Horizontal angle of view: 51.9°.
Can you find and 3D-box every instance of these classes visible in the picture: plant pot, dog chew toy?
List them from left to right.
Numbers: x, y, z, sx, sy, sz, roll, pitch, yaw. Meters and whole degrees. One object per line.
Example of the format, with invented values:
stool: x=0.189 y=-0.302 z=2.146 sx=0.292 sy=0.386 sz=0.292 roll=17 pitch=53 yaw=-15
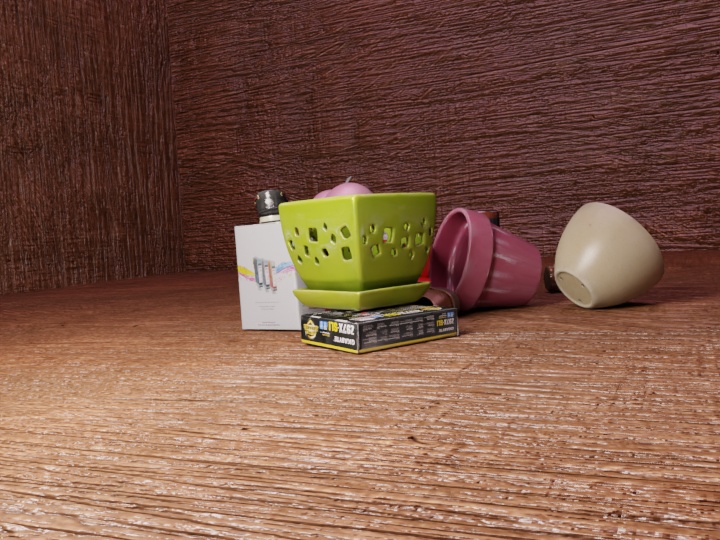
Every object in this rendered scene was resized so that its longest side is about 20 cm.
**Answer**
dog chew toy: x=-0.052 y=-0.114 z=1.524 sx=0.124 sy=0.126 sz=0.199 roll=-6 pitch=5 yaw=-40
plant pot: x=-0.001 y=-0.031 z=1.232 sx=0.199 sy=0.183 sz=0.198 roll=-5 pitch=4 yaw=-43
plant pot: x=0.253 y=-0.007 z=1.476 sx=0.177 sy=0.202 sz=0.200 roll=12 pitch=-1 yaw=-15
plant pot: x=0.445 y=-0.007 z=1.391 sx=0.134 sy=0.201 sz=0.200 roll=-41 pitch=16 yaw=-16

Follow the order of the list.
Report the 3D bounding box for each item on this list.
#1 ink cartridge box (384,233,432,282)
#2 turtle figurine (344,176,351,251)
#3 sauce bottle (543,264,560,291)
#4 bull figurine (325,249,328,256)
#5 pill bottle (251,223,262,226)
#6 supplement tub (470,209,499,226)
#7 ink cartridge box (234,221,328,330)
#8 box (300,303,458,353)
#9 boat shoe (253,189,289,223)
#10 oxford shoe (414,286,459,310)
ink cartridge box: x=0.078 y=-0.037 z=1.510 sx=0.115 sy=0.068 sz=0.200 roll=4 pitch=17 yaw=-7
turtle figurine: x=-0.046 y=-0.077 z=1.781 sx=0.193 sy=0.201 sz=0.144 roll=-28 pitch=-33 yaw=8
sauce bottle: x=0.536 y=0.014 z=1.744 sx=0.198 sy=0.067 sz=0.066 roll=-2 pitch=3 yaw=-1
bull figurine: x=-0.034 y=0.012 z=1.372 sx=0.065 sy=0.122 sz=0.200 roll=1 pitch=-25 yaw=38
pill bottle: x=-0.174 y=-0.003 z=1.608 sx=0.113 sy=0.202 sz=0.114 roll=-4 pitch=4 yaw=0
supplement tub: x=0.277 y=-0.039 z=1.733 sx=0.106 sy=0.202 sz=0.107 roll=-3 pitch=2 yaw=0
ink cartridge box: x=-0.137 y=0.005 z=1.418 sx=0.144 sy=0.202 sz=0.145 roll=-1 pitch=4 yaw=32
box: x=0.028 y=0.086 z=1.165 sx=0.199 sy=0.050 sz=0.159 roll=-6 pitch=6 yaw=-36
boat shoe: x=-0.170 y=-0.123 z=1.460 sx=0.073 sy=0.064 sz=0.201 roll=-9 pitch=0 yaw=-3
oxford shoe: x=0.095 y=0.057 z=1.431 sx=0.071 sy=0.072 sz=0.199 roll=-11 pitch=9 yaw=-39
